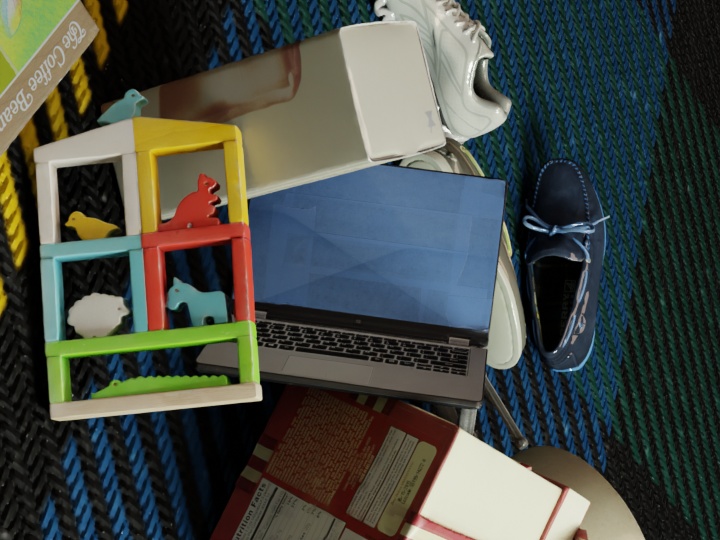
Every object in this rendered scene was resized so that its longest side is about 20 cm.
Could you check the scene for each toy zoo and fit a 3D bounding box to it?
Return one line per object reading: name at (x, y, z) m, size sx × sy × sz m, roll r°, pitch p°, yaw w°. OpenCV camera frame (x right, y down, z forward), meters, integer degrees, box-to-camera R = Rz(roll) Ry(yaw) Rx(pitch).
toy zoo at (-0.133, -0.014, 1.023) m, size 0.020 × 0.130 × 0.201 m, roll 55°, pitch 30°, yaw -79°

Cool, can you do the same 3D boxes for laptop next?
laptop at (0.000, 0.000, 1.129) m, size 0.200 × 0.186 × 0.117 m, roll -66°, pitch 162°, yaw -76°

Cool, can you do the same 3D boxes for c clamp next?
c clamp at (0.070, 0.087, 1.266) m, size 0.200 × 0.027 × 0.172 m, roll 94°, pitch -27°, yaw -69°

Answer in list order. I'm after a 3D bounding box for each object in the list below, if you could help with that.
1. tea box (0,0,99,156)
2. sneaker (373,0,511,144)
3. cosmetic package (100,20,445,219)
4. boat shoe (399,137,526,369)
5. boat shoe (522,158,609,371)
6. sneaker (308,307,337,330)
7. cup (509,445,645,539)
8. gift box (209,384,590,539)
tea box at (-0.271, -0.130, 0.844) m, size 0.197 × 0.133 × 0.200 m, roll 57°, pitch 39°, yaw -29°
sneaker at (0.068, -0.206, 1.419) m, size 0.075 × 0.081 × 0.201 m, roll -40°, pitch 112°, yaw -51°
cosmetic package at (-0.059, -0.096, 1.086) m, size 0.103 × 0.199 × 0.088 m, roll -17°, pitch 94°, yaw -58°
boat shoe at (0.097, -0.016, 1.409) m, size 0.060 × 0.072 × 0.203 m, roll -36°, pitch 106°, yaw -49°
boat shoe at (0.191, -0.010, 1.533) m, size 0.069 × 0.084 × 0.201 m, roll 25°, pitch 57°, yaw -63°
sneaker at (-0.004, 0.023, 1.260) m, size 0.200 × 0.074 × 0.085 m, roll -54°, pitch 130°, yaw -38°
cup at (0.110, 0.250, 1.267) m, size 0.143 × 0.200 × 0.202 m, roll -15°, pitch 93°, yaw -33°
gift box at (0.036, 0.192, 1.113) m, size 0.187 × 0.200 × 0.185 m, roll 33°, pitch 85°, yaw -46°
